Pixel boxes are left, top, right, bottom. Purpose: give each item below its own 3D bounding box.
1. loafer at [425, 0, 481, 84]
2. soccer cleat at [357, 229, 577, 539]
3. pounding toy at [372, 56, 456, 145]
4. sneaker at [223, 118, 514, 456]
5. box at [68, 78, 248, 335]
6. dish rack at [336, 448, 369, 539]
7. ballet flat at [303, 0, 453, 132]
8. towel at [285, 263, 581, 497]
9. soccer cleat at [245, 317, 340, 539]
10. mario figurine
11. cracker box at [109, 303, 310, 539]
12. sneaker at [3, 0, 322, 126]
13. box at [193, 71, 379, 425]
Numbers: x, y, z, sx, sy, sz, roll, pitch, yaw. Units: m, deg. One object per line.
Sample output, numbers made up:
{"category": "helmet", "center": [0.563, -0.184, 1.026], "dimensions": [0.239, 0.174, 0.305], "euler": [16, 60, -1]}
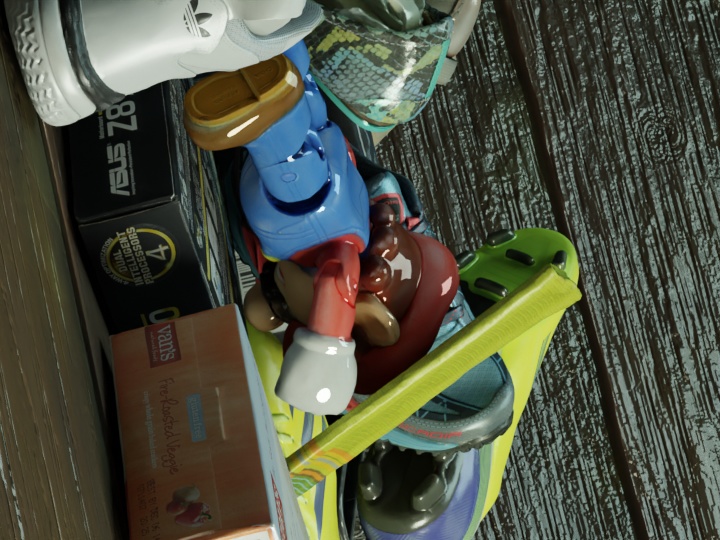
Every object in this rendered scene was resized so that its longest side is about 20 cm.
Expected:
{"category": "loafer", "center": [-0.023, -0.170, 1.379], "dimensions": [0.200, 0.063, 0.072], "euler": [33, 10, 19]}
{"category": "soccer cleat", "center": [0.054, 0.065, 1.314], "dimensions": [0.200, 0.065, 0.084], "euler": [-61, 151, -31]}
{"category": "pounding toy", "center": [-0.024, -0.196, 1.578], "dimensions": [0.184, 0.142, 0.200], "euler": [28, -28, 31]}
{"category": "sneaker", "center": [0.000, 0.000, 1.231], "dimensions": [0.200, 0.079, 0.096], "euler": [48, -26, 22]}
{"category": "box", "center": [-0.087, -0.030, 1.150], "dimensions": [0.200, 0.049, 0.161], "euler": [-102, 176, -48]}
{"category": "dish rack", "center": [-0.009, 0.158, 1.559], "dimensions": [0.153, 0.055, 0.200], "euler": [-80, 161, -48]}
{"category": "ballet flat", "center": [-0.038, -0.148, 1.151], "dimensions": [0.200, 0.074, 0.074], "euler": [40, -2, 6]}
{"category": "towel", "center": [0.011, 0.063, 1.146], "dimensions": [0.018, 0.200, 0.086], "euler": [54, 6, 6]}
{"category": "soccer cleat", "center": [-0.040, 0.116, 1.231], "dimensions": [0.084, 0.065, 0.200], "euler": [-68, 144, -83]}
{"category": "mario figurine", "center": [-0.035, -0.017, 1.126], "dimensions": [0.123, 0.106, 0.200], "euler": [-54, 138, -29]}
{"category": "cracker box", "center": [-0.045, 0.132, 1.043], "dimensions": [0.134, 0.058, 0.200], "euler": [-103, 179, -53]}
{"category": "sneaker", "center": [-0.078, -0.121, 1.050], "dimensions": [0.200, 0.115, 0.075], "euler": [-100, 176, -66]}
{"category": "box", "center": [-0.041, -0.024, 1.418], "dimensions": [0.200, 0.117, 0.197], "euler": [-87, 164, -80]}
